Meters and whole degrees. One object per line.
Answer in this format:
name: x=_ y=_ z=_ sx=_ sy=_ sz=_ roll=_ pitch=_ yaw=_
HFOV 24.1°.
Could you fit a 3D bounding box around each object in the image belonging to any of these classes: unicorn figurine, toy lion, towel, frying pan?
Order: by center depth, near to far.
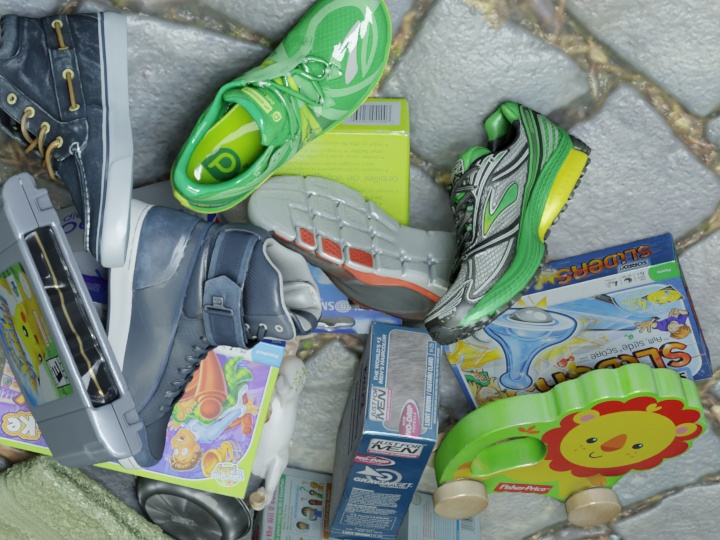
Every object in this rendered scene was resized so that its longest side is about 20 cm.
toy lion: x=0.173 y=0.136 z=1.379 sx=0.199 sy=0.069 sz=0.192 roll=5 pitch=144 yaw=-20
unicorn figurine: x=-0.084 y=0.134 z=1.398 sx=0.074 sy=0.137 sz=0.200 roll=29 pitch=115 yaw=4
towel: x=-0.257 y=0.241 z=1.529 sx=0.148 sy=0.037 sz=0.200 roll=-23 pitch=125 yaw=36
frying pan: x=-0.161 y=0.233 z=1.537 sx=0.115 sy=0.031 sz=0.190 roll=24 pitch=142 yaw=2

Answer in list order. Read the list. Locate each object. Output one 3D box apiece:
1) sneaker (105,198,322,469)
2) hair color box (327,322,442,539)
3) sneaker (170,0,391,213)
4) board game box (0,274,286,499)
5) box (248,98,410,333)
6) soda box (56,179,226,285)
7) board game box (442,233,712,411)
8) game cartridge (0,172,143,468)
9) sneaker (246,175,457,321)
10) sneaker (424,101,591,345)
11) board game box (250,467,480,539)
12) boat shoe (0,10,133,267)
sneaker: x=-0.105 y=0.059 z=1.187 sx=0.146 sy=0.077 sz=0.203 roll=9 pitch=112 yaw=9
hair color box: x=0.019 y=0.137 z=1.368 sx=0.060 sy=0.100 sz=0.200 roll=8 pitch=147 yaw=-5
sneaker: x=-0.052 y=-0.113 z=1.154 sx=0.074 sy=0.084 sz=0.200 roll=43 pitch=94 yaw=-1
board game box: x=-0.168 y=0.084 z=1.275 sx=0.199 sy=0.045 sz=0.135 roll=13 pitch=112 yaw=-6
box: x=-0.023 y=-0.039 z=1.278 sx=0.122 sy=0.048 sz=0.200 roll=1 pitch=132 yaw=1
soda box: x=-0.204 y=-0.010 z=1.298 sx=0.199 sy=0.068 sz=0.064 roll=-15 pitch=127 yaw=15
board game box: x=0.170 y=0.051 z=1.359 sx=0.199 sy=0.035 sz=0.136 roll=-14 pitch=130 yaw=15
game cartridge: x=-0.215 y=0.040 z=1.158 sx=0.040 sy=0.200 sz=0.133 roll=-22 pitch=-179 yaw=-24
sneaker: x=0.000 y=0.000 z=1.234 sx=0.200 sy=0.077 sz=0.082 roll=23 pitch=135 yaw=-18
sneaker: x=0.087 y=-0.033 z=1.194 sx=0.085 sy=0.200 sz=0.078 roll=35 pitch=148 yaw=-13
board game box: x=0.003 y=0.263 z=1.483 sx=0.199 sy=0.148 sz=0.064 roll=13 pitch=134 yaw=-9
boat shoe: x=-0.201 y=-0.089 z=1.137 sx=0.091 sy=0.201 sz=0.071 roll=-1 pitch=148 yaw=-11
